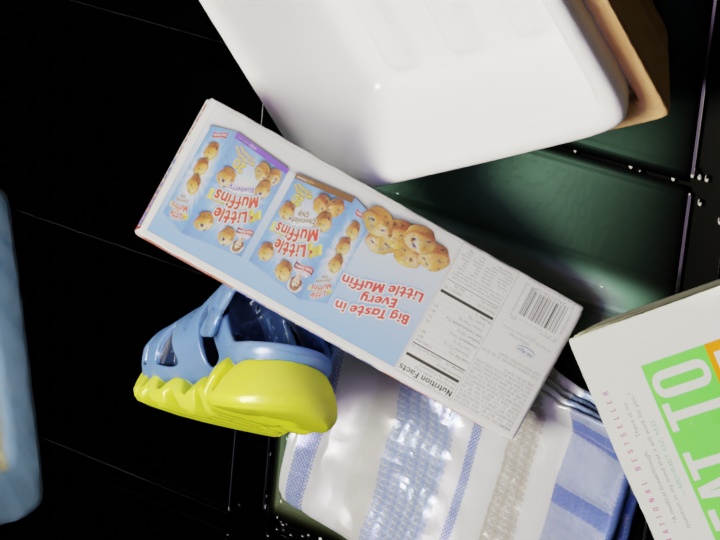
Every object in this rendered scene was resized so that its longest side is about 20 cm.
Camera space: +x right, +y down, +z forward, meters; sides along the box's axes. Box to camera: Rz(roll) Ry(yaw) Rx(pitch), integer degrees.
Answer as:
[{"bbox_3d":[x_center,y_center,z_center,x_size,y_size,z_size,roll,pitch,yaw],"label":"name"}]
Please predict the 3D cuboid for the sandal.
[{"bbox_3d":[-0.054,0.035,1.409,0.200,0.079,0.087,172,111,-67],"label":"sandal"}]

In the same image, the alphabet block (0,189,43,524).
[{"bbox_3d":[-0.319,0.058,1.579,0.200,0.196,0.196,0,98,40],"label":"alphabet block"}]

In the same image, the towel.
[{"bbox_3d":[0.046,0.095,1.396,0.200,0.024,0.147,30,118,31],"label":"towel"}]

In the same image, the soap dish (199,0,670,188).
[{"bbox_3d":[0.032,-0.125,1.290,0.200,0.081,0.157,-12,119,41],"label":"soap dish"}]

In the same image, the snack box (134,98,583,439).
[{"bbox_3d":[0.000,0.000,1.318,0.200,0.024,0.072,29,88,-9],"label":"snack box"}]

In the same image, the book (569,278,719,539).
[{"bbox_3d":[0.203,0.058,1.248,0.200,0.048,0.134,-22,90,39],"label":"book"}]
